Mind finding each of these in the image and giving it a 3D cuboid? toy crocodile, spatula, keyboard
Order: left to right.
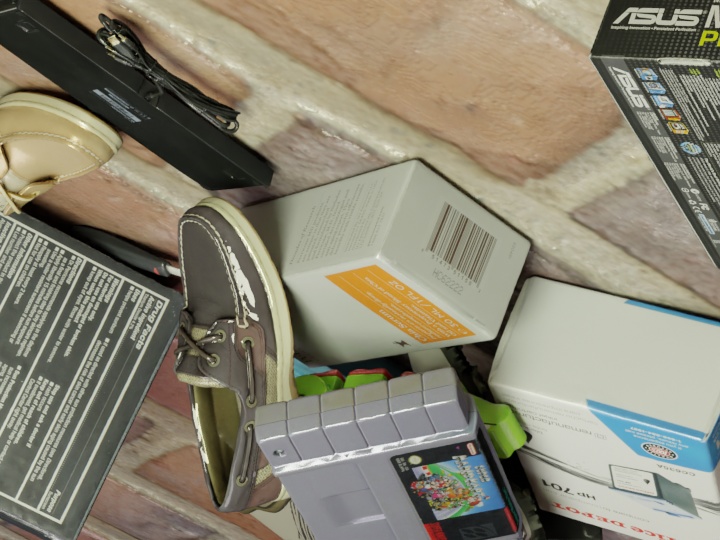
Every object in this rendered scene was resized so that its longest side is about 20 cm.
[{"bbox_3d":[-0.131,-0.108,1.294,0.200,0.021,0.127,35,161,-29],"label":"keyboard"},{"bbox_3d":[-0.119,-0.002,1.512,0.199,0.021,0.057,14,157,20],"label":"spatula"},{"bbox_3d":[0.012,0.090,1.376,0.199,0.062,0.068,1,148,31],"label":"toy crocodile"}]

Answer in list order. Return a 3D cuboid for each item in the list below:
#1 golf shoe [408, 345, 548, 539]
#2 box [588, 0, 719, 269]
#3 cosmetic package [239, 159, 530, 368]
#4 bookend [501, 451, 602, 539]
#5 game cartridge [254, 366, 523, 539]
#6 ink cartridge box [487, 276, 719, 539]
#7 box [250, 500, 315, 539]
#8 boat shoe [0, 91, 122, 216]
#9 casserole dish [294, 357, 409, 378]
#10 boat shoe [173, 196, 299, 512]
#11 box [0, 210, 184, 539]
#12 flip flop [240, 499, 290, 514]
[{"bbox_3d":[0.061,0.128,1.436,0.088,0.201,0.077,-21,179,4],"label":"golf shoe"},{"bbox_3d":[0.221,-0.061,1.048,0.160,0.044,0.200,5,152,34],"label":"box"},{"bbox_3d":[0.000,0.000,1.345,0.101,0.071,0.200,34,155,-26],"label":"cosmetic package"},{"bbox_3d":[0.060,0.180,1.577,0.198,0.092,0.200,1,157,-5],"label":"bookend"},{"bbox_3d":[0.024,0.133,1.328,0.129,0.039,0.200,-9,144,12],"label":"game cartridge"},{"bbox_3d":[0.178,0.099,1.384,0.146,0.086,0.200,14,154,23],"label":"ink cartridge box"},{"bbox_3d":[-0.033,0.196,1.805,0.082,0.069,0.200,0,149,42],"label":"box"},{"bbox_3d":[-0.233,-0.068,1.404,0.200,0.069,0.074,-2,149,47],"label":"boat shoe"},{"bbox_3d":[-0.026,0.077,1.580,0.200,0.039,0.121,29,156,-17],"label":"casserole dish"},{"bbox_3d":[-0.083,0.056,1.330,0.072,0.065,0.201,11,117,49],"label":"boat shoe"},{"bbox_3d":[-0.259,0.066,1.539,0.198,0.201,0.123,28,168,-13],"label":"box"},{"bbox_3d":[-0.068,0.138,1.626,0.058,0.081,0.200,45,158,-8],"label":"flip flop"}]
